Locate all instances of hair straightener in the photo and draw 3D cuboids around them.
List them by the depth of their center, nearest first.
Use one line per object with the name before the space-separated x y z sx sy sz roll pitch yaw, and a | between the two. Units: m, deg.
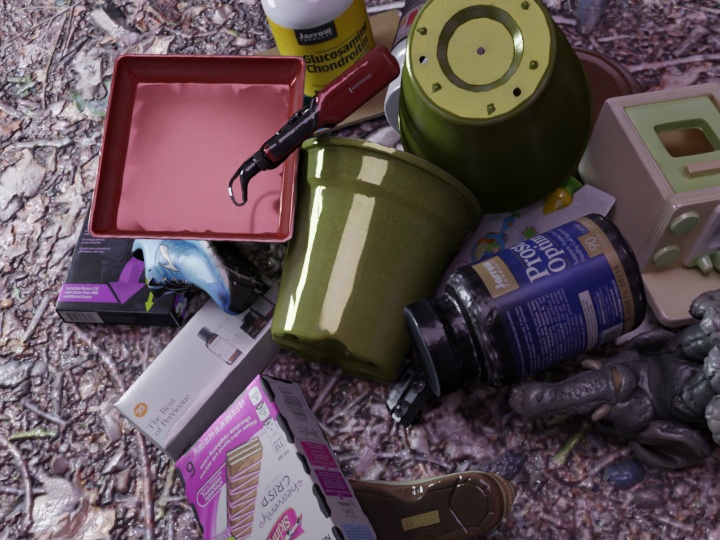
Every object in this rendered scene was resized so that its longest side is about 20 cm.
hair straightener | -0.048 -0.130 0.939 0.200 0.077 0.041 -46 101 -12

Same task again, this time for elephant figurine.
elephant figurine | 0.261 0.106 0.891 0.199 0.156 0.142 -28 12 39

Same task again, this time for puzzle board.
puzzle board | -0.032 -0.230 1.222 0.196 0.017 0.153 -17 58 4

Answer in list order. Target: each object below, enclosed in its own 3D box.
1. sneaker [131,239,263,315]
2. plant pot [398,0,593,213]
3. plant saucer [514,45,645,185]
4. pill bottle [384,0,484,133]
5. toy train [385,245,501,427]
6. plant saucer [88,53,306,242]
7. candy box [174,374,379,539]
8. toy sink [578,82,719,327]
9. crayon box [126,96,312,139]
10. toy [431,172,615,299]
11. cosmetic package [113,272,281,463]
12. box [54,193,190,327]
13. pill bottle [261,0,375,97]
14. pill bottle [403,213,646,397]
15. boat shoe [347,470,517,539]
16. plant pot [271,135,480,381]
sneaker | -0.174 0.000 1.046 0.091 0.078 0.199 -55 45 2
plant pot | 0.116 -0.172 0.927 0.196 0.193 0.205 -2 81 11
plant saucer | 0.224 -0.173 1.096 0.196 0.037 0.204 -2 63 3
pill bottle | 0.092 -0.246 1.132 0.114 0.117 0.203 5 55 16
toy train | 0.088 0.061 0.978 0.201 0.034 0.046 -55 39 0
plant saucer | -0.154 -0.116 0.992 0.196 0.037 0.204 1 69 5
candy box | -0.076 0.216 0.904 0.136 0.061 0.201 -46 55 19
toy sink | 0.316 -0.068 0.962 0.128 0.113 0.203 -9 56 -14
crayon box | -0.151 -0.131 1.096 0.196 0.126 0.052 0 59 -5
toy | 0.161 -0.006 1.013 0.115 0.047 0.202 34 88 41
cosmetic package | -0.152 0.092 1.035 0.082 0.051 0.201 30 70 28
box | -0.250 -0.034 1.144 0.140 0.036 0.203 1 58 13
pill bottle | -0.049 -0.288 1.132 0.110 0.201 0.114 -6 58 10
pill bottle | 0.144 0.035 0.901 0.197 0.113 0.113 -22 56 -7
boat shoe | 0.048 0.218 0.903 0.197 0.076 0.073 -12 82 29
plant pot | 0.000 0.000 0.987 0.197 0.201 0.187 12 74 20
